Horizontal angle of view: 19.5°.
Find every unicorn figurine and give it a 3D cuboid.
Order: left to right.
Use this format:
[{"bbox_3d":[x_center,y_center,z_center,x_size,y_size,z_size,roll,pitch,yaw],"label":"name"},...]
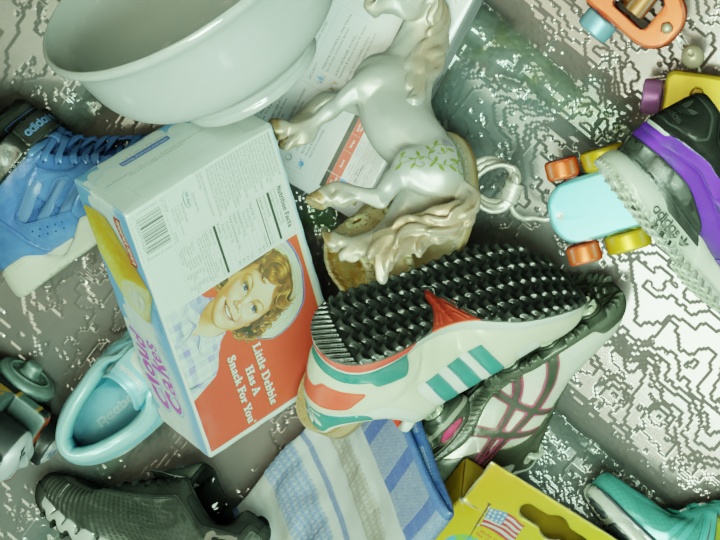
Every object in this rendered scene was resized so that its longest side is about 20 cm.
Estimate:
[{"bbox_3d":[0.015,-0.098,1.308,0.136,0.074,0.201,-26,80,-1],"label":"unicorn figurine"}]

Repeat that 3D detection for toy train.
[{"bbox_3d":[-0.297,0.073,1.442,0.199,0.114,0.085,37,105,3],"label":"toy train"},{"bbox_3d":[0.164,-0.104,1.350,0.150,0.056,0.201,35,103,6],"label":"toy train"}]

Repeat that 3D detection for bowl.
[{"bbox_3d":[-0.089,-0.152,1.288,0.200,0.202,0.091,-23,123,15],"label":"bowl"}]

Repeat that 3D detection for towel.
[{"bbox_3d":[-0.019,0.162,1.378,0.200,0.024,0.148,-51,45,33],"label":"towel"}]

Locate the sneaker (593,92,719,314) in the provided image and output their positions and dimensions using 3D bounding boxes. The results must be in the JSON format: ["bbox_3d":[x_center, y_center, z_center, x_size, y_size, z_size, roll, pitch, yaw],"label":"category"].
[{"bbox_3d":[0.234,-0.035,1.300,0.100,0.070,0.200,-45,130,0],"label":"sneaker"}]

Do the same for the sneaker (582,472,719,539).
[{"bbox_3d":[0.239,0.183,1.384,0.199,0.078,0.080,28,85,1],"label":"sneaker"}]

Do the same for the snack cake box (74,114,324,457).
[{"bbox_3d":[-0.093,0.005,1.345,0.115,0.067,0.201,-33,129,-23],"label":"snack cake box"}]

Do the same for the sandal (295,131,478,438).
[{"bbox_3d":[0.004,0.002,1.333,0.077,0.069,0.213,26,91,44],"label":"sandal"}]

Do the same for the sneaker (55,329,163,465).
[{"bbox_3d":[-0.132,0.061,1.421,0.074,0.082,0.200,39,102,1],"label":"sneaker"}]

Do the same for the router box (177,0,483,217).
[{"bbox_3d":[-0.028,-0.164,1.378,0.178,0.049,0.201,30,104,5],"label":"router box"}]

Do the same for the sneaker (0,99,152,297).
[{"bbox_3d":[-0.193,-0.073,1.400,0.199,0.077,0.112,-32,96,36],"label":"sneaker"}]

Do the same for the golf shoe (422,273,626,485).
[{"bbox_3d":[0.102,0.080,1.394,0.199,0.077,0.088,-37,118,12],"label":"golf shoe"}]

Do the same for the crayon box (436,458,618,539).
[{"bbox_3d":[0.081,0.213,1.388,0.126,0.051,0.200,32,117,-11],"label":"crayon box"}]

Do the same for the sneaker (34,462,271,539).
[{"bbox_3d":[-0.136,0.167,1.439,0.199,0.066,0.091,23,88,32],"label":"sneaker"}]

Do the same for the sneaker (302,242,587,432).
[{"bbox_3d":[0.048,0.048,1.312,0.070,0.198,0.094,53,143,33],"label":"sneaker"}]
